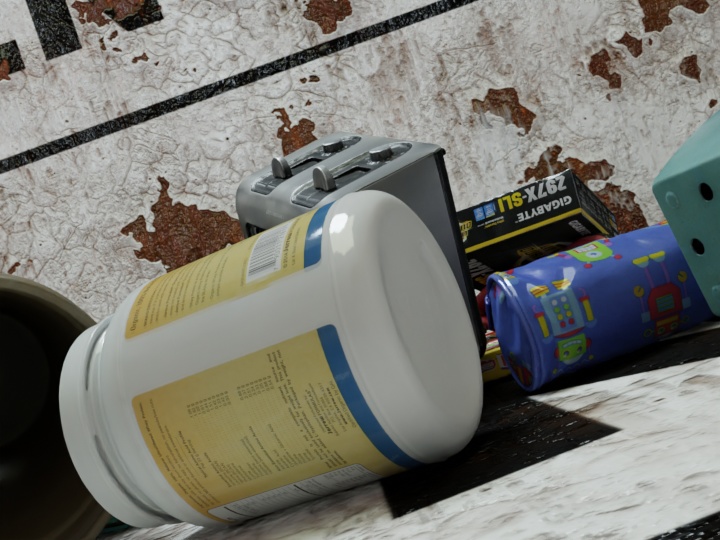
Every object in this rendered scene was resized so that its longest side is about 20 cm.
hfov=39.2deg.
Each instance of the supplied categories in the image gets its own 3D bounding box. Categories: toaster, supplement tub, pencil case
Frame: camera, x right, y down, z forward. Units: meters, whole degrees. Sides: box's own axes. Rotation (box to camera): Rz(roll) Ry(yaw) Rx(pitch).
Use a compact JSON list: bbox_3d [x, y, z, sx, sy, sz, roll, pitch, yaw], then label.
[{"bbox_3d":[0.000,0.000,0.792,0.118,0.202,0.180,-23,21,-21],"label":"toaster"},{"bbox_3d":[-0.048,0.055,0.552,0.198,0.146,0.144,-21,-3,22],"label":"supplement tub"},{"bbox_3d":[0.177,0.010,0.673,0.198,0.079,0.087,-20,27,-14],"label":"pencil case"}]

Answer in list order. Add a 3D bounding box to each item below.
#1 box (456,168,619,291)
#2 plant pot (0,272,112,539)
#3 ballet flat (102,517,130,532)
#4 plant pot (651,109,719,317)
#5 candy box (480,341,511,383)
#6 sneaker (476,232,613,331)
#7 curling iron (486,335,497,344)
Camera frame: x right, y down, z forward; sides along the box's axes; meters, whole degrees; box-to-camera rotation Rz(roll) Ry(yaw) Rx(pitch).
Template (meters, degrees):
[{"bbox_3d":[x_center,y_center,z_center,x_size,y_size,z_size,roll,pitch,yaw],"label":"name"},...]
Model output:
[{"bbox_3d":[0.169,-0.032,1.030,0.158,0.050,0.200,-18,-17,21],"label":"box"},{"bbox_3d":[-0.260,0.091,0.681,0.198,0.202,0.173,-20,14,-17],"label":"plant pot"},{"bbox_3d":[-0.220,0.173,0.818,0.067,0.071,0.200,-16,-4,-32],"label":"ballet flat"},{"bbox_3d":[0.284,-0.060,0.589,0.199,0.142,0.141,-27,0,-21],"label":"plant pot"},{"bbox_3d":[0.119,0.069,0.818,0.198,0.027,0.102,-22,-6,28],"label":"candy box"},{"bbox_3d":[0.179,0.024,1.007,0.086,0.075,0.200,-2,-20,-31],"label":"sneaker"},{"bbox_3d":[0.190,0.045,0.898,0.198,0.026,0.050,-21,0,15],"label":"curling iron"}]
